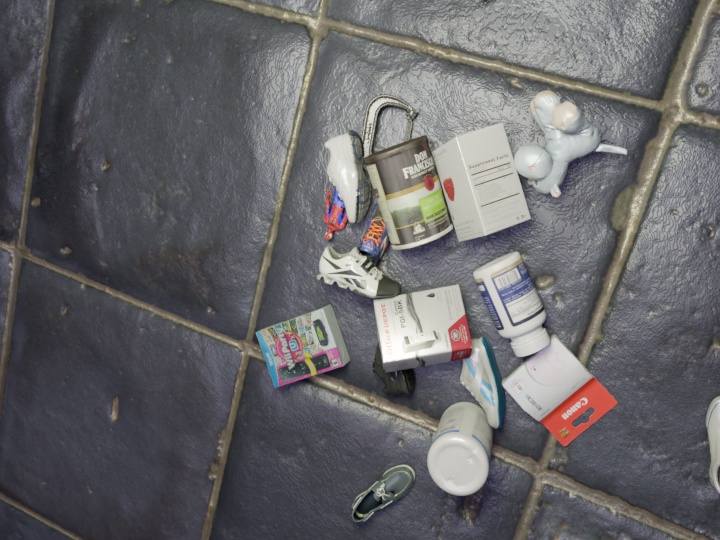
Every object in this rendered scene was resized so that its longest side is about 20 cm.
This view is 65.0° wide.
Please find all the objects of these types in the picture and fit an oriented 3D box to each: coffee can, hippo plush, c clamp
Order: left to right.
[{"bbox_3d":[0.081,-0.289,1.277,0.166,0.027,0.206,5,101,4],"label":"c clamp"},{"bbox_3d":[0.103,-0.167,1.213,0.143,0.147,0.204,-15,104,18],"label":"coffee can"},{"bbox_3d":[0.383,-0.245,1.136,0.197,0.160,0.162,25,111,-30],"label":"hippo plush"}]

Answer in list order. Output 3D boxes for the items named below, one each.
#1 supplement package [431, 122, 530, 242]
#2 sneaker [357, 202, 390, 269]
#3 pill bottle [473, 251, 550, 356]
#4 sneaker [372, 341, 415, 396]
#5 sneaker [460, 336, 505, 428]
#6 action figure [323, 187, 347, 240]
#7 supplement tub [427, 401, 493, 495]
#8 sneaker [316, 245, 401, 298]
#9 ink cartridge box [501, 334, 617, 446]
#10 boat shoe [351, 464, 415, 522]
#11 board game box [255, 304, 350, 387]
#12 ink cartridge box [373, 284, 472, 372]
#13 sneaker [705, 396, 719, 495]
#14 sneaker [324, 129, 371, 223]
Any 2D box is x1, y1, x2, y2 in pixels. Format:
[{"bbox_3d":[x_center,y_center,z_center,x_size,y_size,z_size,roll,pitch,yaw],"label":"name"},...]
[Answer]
[{"bbox_3d":[0.248,-0.179,1.174,0.117,0.121,0.205,-18,92,-18],"label":"supplement package"},{"bbox_3d":[0.031,-0.062,1.302,0.074,0.078,0.205,19,103,13],"label":"sneaker"},{"bbox_3d":[0.329,0.074,1.210,0.109,0.111,0.204,-24,90,19],"label":"pill bottle"},{"bbox_3d":[0.063,0.203,1.336,0.089,0.075,0.205,-14,89,28],"label":"sneaker"},{"bbox_3d":[0.274,0.256,1.278,0.079,0.076,0.205,-17,86,26],"label":"sneaker"},{"bbox_3d":[-0.047,-0.168,1.331,0.064,0.052,0.204,20,105,8],"label":"action figure"},{"bbox_3d":[0.223,0.385,1.240,0.128,0.200,0.136,2,98,17],"label":"supplement tub"},{"bbox_3d":[0.000,0.000,1.245,0.195,0.074,0.091,15,111,9],"label":"sneaker"},{"bbox_3d":[0.435,0.268,1.238,0.163,0.057,0.201,-45,79,18],"label":"ink cartridge box"},{"bbox_3d":[0.054,0.554,1.389,0.199,0.062,0.073,-41,85,18],"label":"boat shoe"},{"bbox_3d":[-0.142,0.188,1.401,0.196,0.064,0.151,-20,91,20],"label":"board game box"},{"bbox_3d":[0.133,0.128,1.241,0.195,0.083,0.150,-11,67,2],"label":"ink cartridge box"},{"bbox_3d":[0.745,0.359,1.139,0.071,0.071,0.206,-4,96,18],"label":"sneaker"},{"bbox_3d":[-0.029,-0.207,1.273,0.085,0.074,0.206,-4,96,28],"label":"sneaker"}]
